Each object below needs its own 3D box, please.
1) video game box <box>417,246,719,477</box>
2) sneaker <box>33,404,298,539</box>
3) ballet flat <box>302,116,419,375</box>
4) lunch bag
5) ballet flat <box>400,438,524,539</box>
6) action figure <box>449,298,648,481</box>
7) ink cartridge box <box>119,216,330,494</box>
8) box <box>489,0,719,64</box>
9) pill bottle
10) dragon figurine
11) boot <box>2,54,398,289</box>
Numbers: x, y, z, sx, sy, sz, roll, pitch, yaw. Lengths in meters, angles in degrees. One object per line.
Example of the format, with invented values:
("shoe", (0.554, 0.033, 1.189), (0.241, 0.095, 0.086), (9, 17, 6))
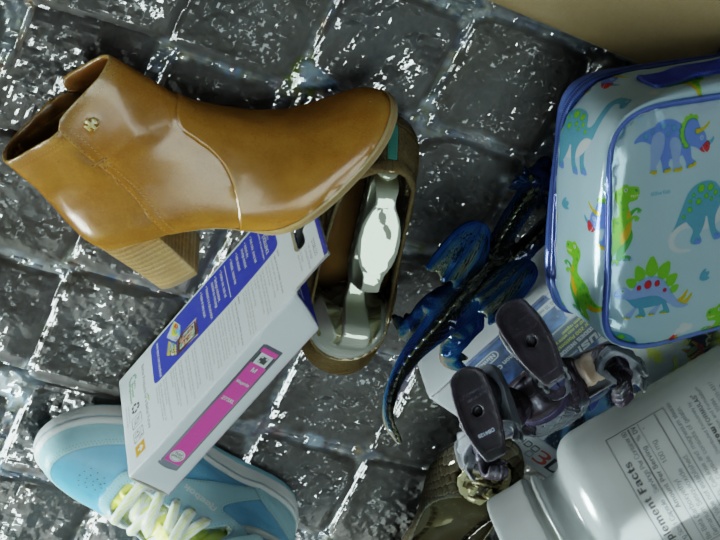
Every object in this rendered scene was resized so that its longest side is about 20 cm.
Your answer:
("video game box", (0.170, 0.053, 1.219), (0.182, 0.047, 0.200), (34, 113, -33))
("sneaker", (-0.119, 0.169, 1.188), (0.199, 0.131, 0.080), (24, 119, -25))
("ballet flat", (0.000, 0.000, 1.127), (0.067, 0.073, 0.201), (7, 124, -13))
("lunch bag", (0.209, -0.050, 1.088), (0.199, 0.082, 0.162), (-13, 116, -23))
("ballet flat", (0.057, 0.184, 1.264), (0.067, 0.047, 0.200), (20, 132, -13))
("action figure", (0.106, 0.079, 1.115), (0.130, 0.070, 0.200), (-39, 161, 7))
("ink cartridge box", (-0.077, 0.038, 1.124), (0.037, 0.095, 0.200), (28, 116, -28))
("box", (0.150, -0.208, 1.041), (0.199, 0.021, 0.164), (19, 120, -23))
("pill bottle", (0.188, 0.139, 1.179), (0.199, 0.115, 0.115), (-31, 126, 6))
("dragon figurine", (0.068, 0.010, 1.111), (0.059, 0.200, 0.100), (40, 143, 7))
("boot", (-0.093, -0.078, 1.051), (0.200, 0.071, 0.144), (-32, 128, 18))
